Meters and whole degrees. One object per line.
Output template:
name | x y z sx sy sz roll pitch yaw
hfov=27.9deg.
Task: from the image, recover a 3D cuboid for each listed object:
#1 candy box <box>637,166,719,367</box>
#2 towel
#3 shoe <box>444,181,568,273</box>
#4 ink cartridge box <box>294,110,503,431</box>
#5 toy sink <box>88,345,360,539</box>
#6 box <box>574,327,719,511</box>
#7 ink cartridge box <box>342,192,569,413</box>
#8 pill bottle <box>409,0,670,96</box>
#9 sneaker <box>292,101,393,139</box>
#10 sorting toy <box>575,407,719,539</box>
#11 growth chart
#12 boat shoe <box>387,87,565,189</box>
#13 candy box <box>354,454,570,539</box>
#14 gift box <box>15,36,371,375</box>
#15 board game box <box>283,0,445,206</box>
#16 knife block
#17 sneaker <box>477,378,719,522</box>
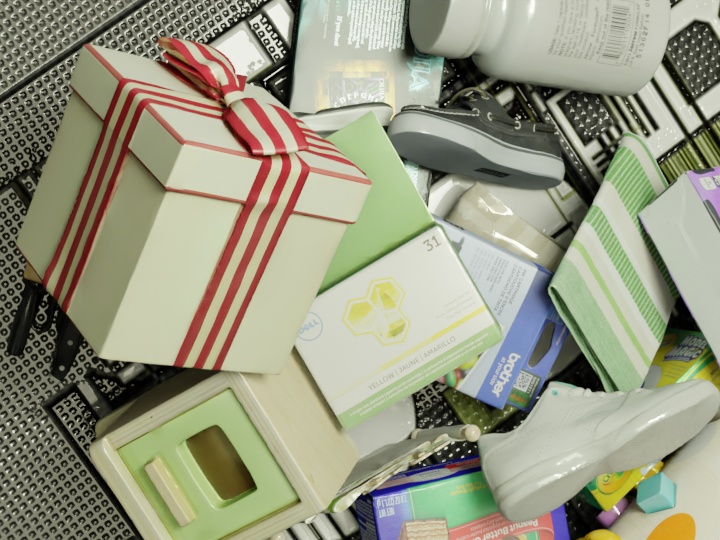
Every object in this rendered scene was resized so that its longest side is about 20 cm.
candy box | 0.357 -0.007 1.230 0.199 0.072 0.169 -10 65 -38
towel | 0.225 -0.003 1.226 0.153 0.023 0.201 56 49 -30
shoe | 0.165 -0.009 1.257 0.199 0.070 0.054 30 93 -9
ink cartridge box | 0.000 0.000 1.119 0.145 0.048 0.201 -30 97 5
toy sink | -0.124 0.151 1.129 0.199 0.112 0.131 -28 98 23
box | 0.250 0.116 1.254 0.200 0.117 0.048 -40 99 -10
ink cartridge box | 0.079 0.030 1.175 0.199 0.042 0.120 25 96 -12
pill bottle | 0.148 -0.214 1.215 0.198 0.114 0.116 5 90 -21
sneaker | -0.059 -0.066 1.174 0.199 0.076 0.117 -10 91 -14
sorting toy | 0.274 0.193 1.243 0.106 0.200 0.181 34 78 9
growth chart | -0.004 0.172 1.188 0.199 0.145 0.018 -27 93 -13
boat shoe | 0.101 -0.118 1.217 0.199 0.070 0.067 11 75 -38
candy box | 0.095 0.268 1.243 0.168 0.077 0.202 -11 94 -12
gift box | -0.111 -0.053 1.034 0.199 0.184 0.188 4 117 -45
board game box | 0.002 -0.146 1.240 0.134 0.028 0.202 8 89 -13
knife block | -0.221 -0.020 1.124 0.063 0.200 0.177 15 58 -12
sneaker | 0.187 0.120 1.166 0.199 0.075 0.089 -25 55 0
